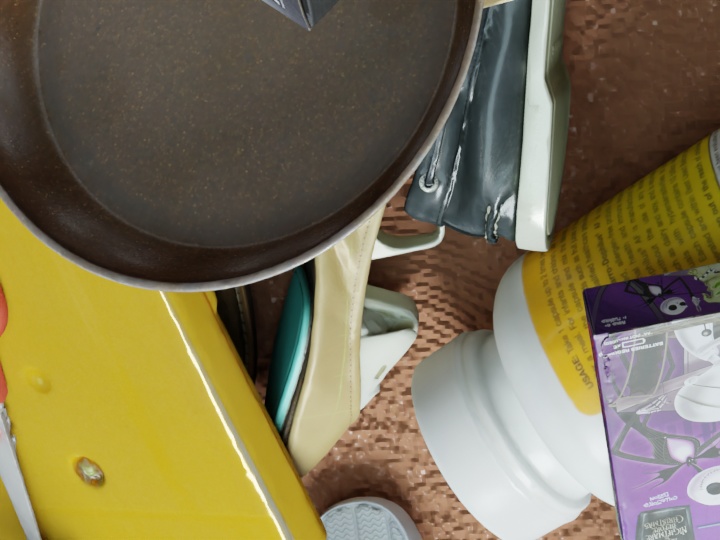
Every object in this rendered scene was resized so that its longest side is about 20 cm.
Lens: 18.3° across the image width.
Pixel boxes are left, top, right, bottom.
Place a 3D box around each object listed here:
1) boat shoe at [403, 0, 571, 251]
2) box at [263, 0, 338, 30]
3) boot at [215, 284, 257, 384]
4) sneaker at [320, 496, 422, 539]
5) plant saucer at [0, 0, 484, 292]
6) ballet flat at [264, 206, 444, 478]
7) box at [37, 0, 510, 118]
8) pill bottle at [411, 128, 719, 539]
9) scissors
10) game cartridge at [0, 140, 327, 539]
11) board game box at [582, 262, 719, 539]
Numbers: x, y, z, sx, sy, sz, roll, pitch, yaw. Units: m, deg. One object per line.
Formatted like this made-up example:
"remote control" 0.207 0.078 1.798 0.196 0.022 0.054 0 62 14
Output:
"boat shoe" 0.044 -0.108 0.819 0.066 0.075 0.200 4 104 11
"box" -0.015 -0.195 0.727 0.158 0.200 0.048 36 161 21
"boot" -0.097 -0.015 0.897 0.073 0.075 0.201 -12 110 14
"sneaker" 0.008 0.196 0.967 0.073 0.071 0.201 -2 91 16
"plant saucer" -0.046 -0.089 0.765 0.200 0.034 0.201 -4 80 22
"ballet flat" 0.000 0.000 0.889 0.063 0.069 0.201 6 115 -6
"box" -0.033 -0.153 0.803 0.199 0.021 0.164 -14 75 21
"pill bottle" 0.122 0.021 0.845 0.200 0.113 0.113 -34 102 22
"scissors" -0.147 0.054 0.896 0.073 0.014 0.200 -6 120 36
"game cartridge" -0.121 0.035 0.897 0.176 0.032 0.200 -1 123 35
"board game box" 0.182 0.039 0.774 0.199 0.032 0.120 -11 135 4
